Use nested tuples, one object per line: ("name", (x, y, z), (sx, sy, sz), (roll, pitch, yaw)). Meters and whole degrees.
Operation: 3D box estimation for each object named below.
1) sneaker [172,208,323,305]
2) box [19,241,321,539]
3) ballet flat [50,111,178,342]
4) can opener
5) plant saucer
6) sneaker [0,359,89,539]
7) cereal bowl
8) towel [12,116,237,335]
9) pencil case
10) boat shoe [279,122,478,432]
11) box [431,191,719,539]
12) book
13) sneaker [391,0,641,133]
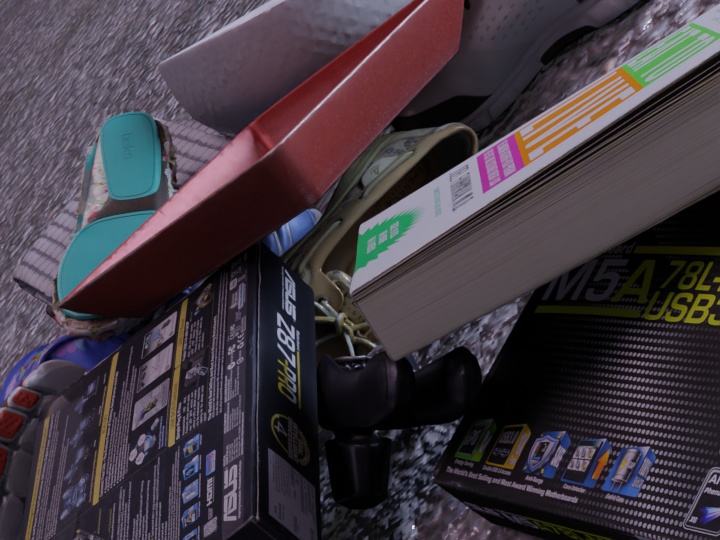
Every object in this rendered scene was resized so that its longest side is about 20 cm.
("sneaker", (-0.079, 0.039, 0.935), (0.076, 0.077, 0.201), (-43, 17, 56))
("box", (-0.091, 0.097, 0.763), (0.161, 0.049, 0.200), (-36, 30, 19))
("ballet flat", (-0.136, -0.016, 0.973), (0.075, 0.064, 0.201), (-2, 41, 5))
("can opener", (0.020, 0.058, 0.726), (0.200, 0.063, 0.079), (129, 128, -73))
("plant saucer", (-0.042, -0.057, 0.853), (0.199, 0.037, 0.200), (-31, 12, 45))
("sneaker", (-0.201, 0.138, 0.884), (0.082, 0.077, 0.201), (-16, 44, 48))
("cereal bowl", (-0.027, -0.145, 1.064), (0.199, 0.084, 0.200), (-28, 12, 6))
("towel", (-0.135, -0.019, 1.122), (0.166, 0.086, 0.200), (-50, 28, -13))
("pencil case", (-0.180, 0.081, 1.025), (0.087, 0.078, 0.200), (-28, 3, -19))
("boat shoe", (0.000, 0.000, 0.873), (0.063, 0.073, 0.201), (-19, 40, 55))
("box", (0.135, 0.021, 0.641), (0.194, 0.047, 0.200), (-61, 25, -13))
("book", (0.090, -0.044, 0.667), (0.199, 0.048, 0.134), (-32, 12, 9))
("sneaker", (0.081, -0.150, 0.928), (0.200, 0.080, 0.074), (-41, 29, 28))
